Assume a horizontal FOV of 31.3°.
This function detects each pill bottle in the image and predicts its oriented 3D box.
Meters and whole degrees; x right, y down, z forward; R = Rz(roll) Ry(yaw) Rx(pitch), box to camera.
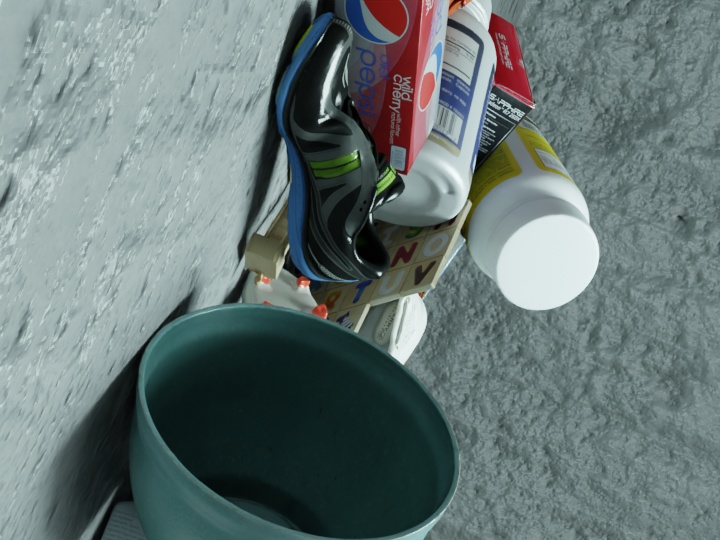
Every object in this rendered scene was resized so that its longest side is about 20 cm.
[{"bbox_3d":[0.051,-0.147,1.050,0.112,0.109,0.202,103,2,-60],"label":"pill bottle"},{"bbox_3d":[0.142,-0.059,1.175,0.201,0.113,0.116,-108,-147,-57],"label":"pill bottle"}]

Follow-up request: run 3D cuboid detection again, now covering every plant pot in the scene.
[{"bbox_3d":[-0.054,0.135,0.781,0.201,0.198,0.135,-57,171,-59],"label":"plant pot"}]

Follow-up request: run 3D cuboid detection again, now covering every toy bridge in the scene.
[{"bbox_3d":[-0.038,-0.077,0.955,0.067,0.027,0.202,100,13,-68],"label":"toy bridge"}]

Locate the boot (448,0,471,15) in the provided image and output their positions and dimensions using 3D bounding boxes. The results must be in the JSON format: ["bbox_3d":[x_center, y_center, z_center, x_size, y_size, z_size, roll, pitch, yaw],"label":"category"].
[{"bbox_3d":[0.074,-0.231,0.971,0.075,0.106,0.202,76,34,-53],"label":"boot"}]

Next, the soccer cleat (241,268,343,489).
[{"bbox_3d":[-0.051,0.085,0.931,0.078,0.068,0.202,-53,-134,37],"label":"soccer cleat"}]

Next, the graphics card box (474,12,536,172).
[{"bbox_3d":[0.074,-0.128,1.182,0.200,0.050,0.127,-49,-150,33],"label":"graphics card box"}]

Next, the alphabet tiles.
[{"bbox_3d":[0.000,0.000,1.068,0.198,0.008,0.168,-18,-147,40],"label":"alphabet tiles"}]

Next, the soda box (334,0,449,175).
[{"bbox_3d":[0.022,-0.166,0.863,0.202,0.063,0.070,94,19,-47],"label":"soda box"}]

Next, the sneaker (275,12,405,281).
[{"bbox_3d":[-0.009,-0.078,0.854,0.071,0.081,0.202,-57,150,-49],"label":"sneaker"}]

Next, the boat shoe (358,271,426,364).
[{"bbox_3d":[-0.011,0.085,1.028,0.202,0.070,0.070,-63,156,-25],"label":"boat shoe"}]

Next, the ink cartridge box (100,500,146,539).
[{"bbox_3d":[-0.165,0.239,0.890,0.201,0.040,0.202,104,6,-58],"label":"ink cartridge box"}]

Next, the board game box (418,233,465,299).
[{"bbox_3d":[0.022,0.044,1.165,0.201,0.034,0.134,-54,178,2],"label":"board game box"}]
